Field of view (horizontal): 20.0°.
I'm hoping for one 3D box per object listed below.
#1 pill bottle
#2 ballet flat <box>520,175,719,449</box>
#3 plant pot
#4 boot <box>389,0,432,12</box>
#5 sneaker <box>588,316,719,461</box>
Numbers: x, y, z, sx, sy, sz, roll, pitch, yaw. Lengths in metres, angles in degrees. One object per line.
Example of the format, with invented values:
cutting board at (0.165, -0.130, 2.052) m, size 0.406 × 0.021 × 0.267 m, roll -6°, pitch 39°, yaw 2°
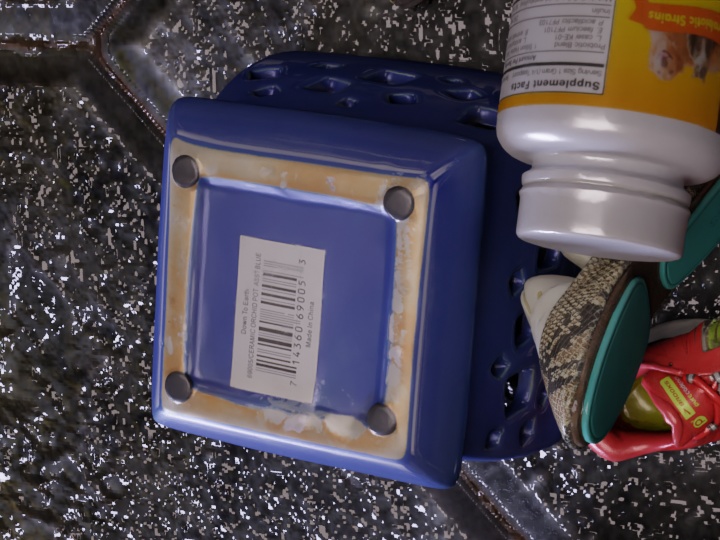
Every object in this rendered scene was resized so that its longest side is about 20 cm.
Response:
pill bottle at (0.123, -0.109, 0.942) m, size 0.109 × 0.109 × 0.201 m, roll 6°, pitch 84°, yaw 25°
ballet flat at (0.125, 0.002, 1.006) m, size 0.075 × 0.200 × 0.068 m, roll 19°, pitch 148°, yaw 29°
plant pot at (0.000, 0.000, 1.053) m, size 0.199 × 0.180 × 0.201 m, roll 10°, pitch 105°, yaw 23°
boot at (-0.031, -0.193, 1.075) m, size 0.174 × 0.200 × 0.069 m, roll 37°, pitch 80°, yaw -15°
sneaker at (0.183, 0.055, 0.998) m, size 0.200 × 0.085 × 0.077 m, roll -32°, pitch 88°, yaw 50°
